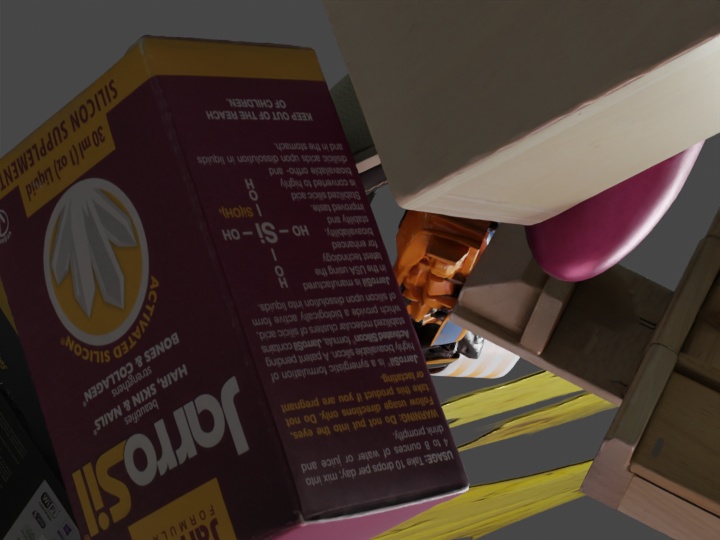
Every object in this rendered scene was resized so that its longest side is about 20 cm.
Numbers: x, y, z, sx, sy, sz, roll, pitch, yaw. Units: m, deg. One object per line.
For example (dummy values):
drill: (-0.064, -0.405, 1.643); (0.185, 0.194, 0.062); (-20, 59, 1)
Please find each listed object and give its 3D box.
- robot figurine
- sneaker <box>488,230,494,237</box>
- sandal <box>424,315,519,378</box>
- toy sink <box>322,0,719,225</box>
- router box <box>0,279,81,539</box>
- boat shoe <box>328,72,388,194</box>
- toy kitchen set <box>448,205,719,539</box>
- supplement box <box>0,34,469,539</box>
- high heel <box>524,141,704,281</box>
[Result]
robot figurine: (0.000, 0.000, 0.949); (0.144, 0.058, 0.200); (25, 153, 3)
sneaker: (0.101, -0.084, 0.885); (0.090, 0.079, 0.200); (7, 143, -40)
sandal: (0.104, 0.041, 1.352); (0.206, 0.060, 0.079); (-12, 164, -28)
toy sink: (0.095, -0.116, 0.611); (0.199, 0.131, 0.112); (-28, 164, 28)
router box: (-0.117, 0.075, 0.888); (0.157, 0.200, 0.052); (-1, 135, -53)
boat shoe: (0.054, -0.072, 0.804); (0.199, 0.072, 0.068); (-27, 128, 24)
toy kitchen set: (0.143, -0.027, 0.782); (0.200, 0.162, 0.181); (-57, 168, -38)
supplement box: (-0.061, 0.024, 0.777); (0.103, 0.201, 0.131); (-4, 158, -48)
high heel: (0.120, -0.090, 0.683); (0.201, 0.067, 0.096); (-57, -177, -16)
